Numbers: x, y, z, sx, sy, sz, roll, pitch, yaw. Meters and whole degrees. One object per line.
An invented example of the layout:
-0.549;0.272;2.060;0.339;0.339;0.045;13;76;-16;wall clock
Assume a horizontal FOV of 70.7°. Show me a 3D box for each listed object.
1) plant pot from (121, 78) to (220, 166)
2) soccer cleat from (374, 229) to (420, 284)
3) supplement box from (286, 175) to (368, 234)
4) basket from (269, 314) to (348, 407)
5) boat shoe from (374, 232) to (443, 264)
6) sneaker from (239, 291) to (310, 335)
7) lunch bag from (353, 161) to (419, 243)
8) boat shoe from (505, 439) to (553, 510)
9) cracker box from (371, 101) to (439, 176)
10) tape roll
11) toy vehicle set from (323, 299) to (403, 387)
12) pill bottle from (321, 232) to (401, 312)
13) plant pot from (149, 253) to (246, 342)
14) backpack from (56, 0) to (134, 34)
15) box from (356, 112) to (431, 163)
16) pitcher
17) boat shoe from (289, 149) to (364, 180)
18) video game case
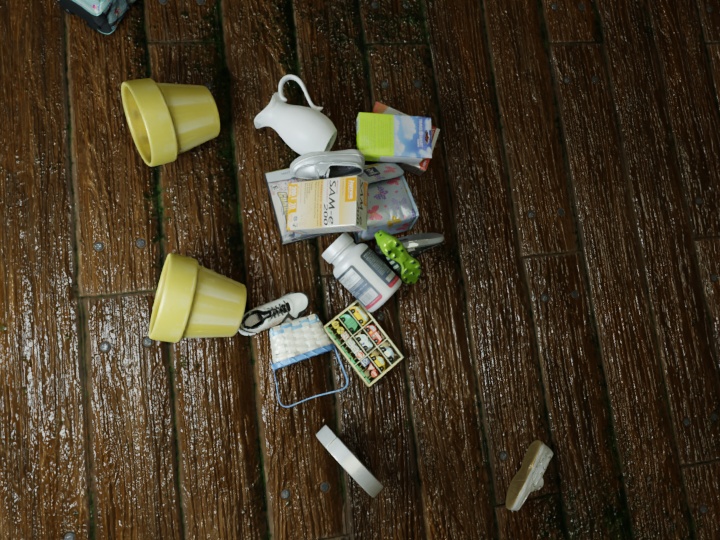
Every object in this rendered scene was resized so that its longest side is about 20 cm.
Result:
-0.463;-0.379;1.263;0.188;0.201;0.201;-22;87;-27;plant pot
0.101;-0.035;1.330;0.067;0.200;0.081;-38;46;0;soccer cleat
-0.084;-0.162;1.282;0.199;0.073;0.127;-2;83;25;supplement box
-0.136;0.220;1.260;0.176;0.139;0.201;-14;77;-12;basket
0.135;-0.061;1.399;0.199;0.069;0.057;-12;112;-13;boat shoe
-0.217;0.111;1.293;0.200;0.080;0.074;-25;86;-15;sneaker
0.041;-0.198;1.365;0.169;0.127;0.201;-13;71;-13;lunch bag
0.461;0.562;1.366;0.069;0.071;0.200;35;76;-3;boat shoe
0.109;-0.370;1.435;0.199;0.058;0.134;21;79;-8;cracker box
-0.027;0.456;1.219;0.037;0.203;0.203;-43;92;-13;tape roll
0.006;0.192;1.351;0.124;0.027;0.200;-38;91;-13;toy vehicle set
0.000;0.000;1.330;0.200;0.120;0.120;46;77;-2;pill bottle
-0.382;0.077;1.210;0.188;0.201;0.202;14;79;-25;plant pot
-0.666;-0.743;1.290;0.176;0.153;0.200;33;71;0;backpack
0.090;-0.357;1.375;0.199;0.048;0.122;1;83;-9;box
-0.155;-0.406;1.349;0.200;0.121;0.172;30;100;1;pitcher
-0.086;-0.263;1.325;0.199;0.072;0.069;-4;51;0;boat shoe
-0.148;-0.185;1.375;0.180;0.026;0.201;-15;85;-13;video game case
